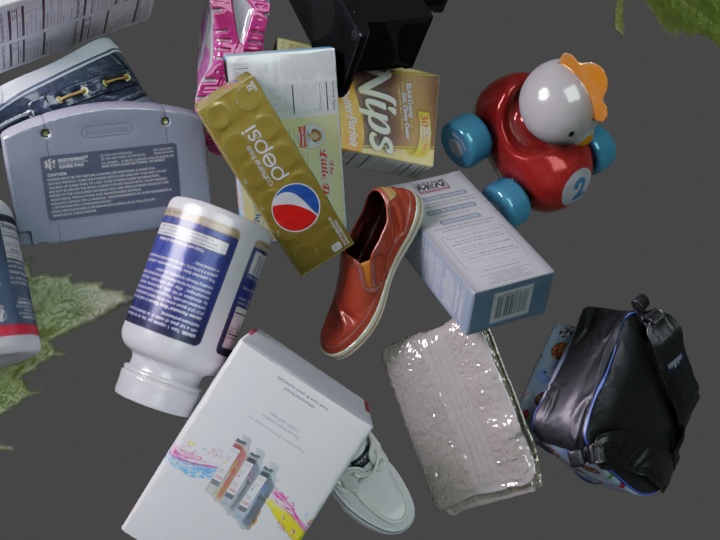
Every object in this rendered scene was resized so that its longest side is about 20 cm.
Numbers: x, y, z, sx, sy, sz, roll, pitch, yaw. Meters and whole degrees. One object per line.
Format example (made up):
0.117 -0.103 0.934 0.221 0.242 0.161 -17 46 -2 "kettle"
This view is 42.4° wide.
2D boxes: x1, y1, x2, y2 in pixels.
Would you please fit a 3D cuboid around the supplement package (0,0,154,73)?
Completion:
-0.326 -0.319 0.936 0.199 0.151 0.153 -28 89 -23 "supplement package"

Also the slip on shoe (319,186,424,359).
0.000 0.000 0.995 0.061 0.074 0.201 18 101 -39 "slip on shoe"

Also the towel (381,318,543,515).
0.107 0.156 1.002 0.034 0.132 0.201 -10 77 -62 "towel"

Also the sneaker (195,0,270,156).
-0.140 -0.227 1.021 0.081 0.088 0.202 7 98 -16 "sneaker"

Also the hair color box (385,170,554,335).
0.111 -0.025 1.012 0.098 0.061 0.200 -14 43 -21 "hair color box"

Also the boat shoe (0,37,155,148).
-0.309 -0.155 0.948 0.200 0.071 0.091 -38 91 -23 "boat shoe"

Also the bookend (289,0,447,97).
0.035 -0.310 1.050 0.199 0.092 0.200 -13 61 -26 "bookend"

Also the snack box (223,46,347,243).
-0.079 -0.132 0.992 0.115 0.037 0.202 -7 106 -12 "snack box"

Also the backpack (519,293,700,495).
0.279 0.155 1.033 0.190 0.154 0.201 42 70 -29 "backpack"

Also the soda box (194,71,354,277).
-0.088 -0.098 0.945 0.067 0.064 0.201 -32 109 -2 "soda box"

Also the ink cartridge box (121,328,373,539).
-0.101 0.180 0.873 0.144 0.145 0.201 34 90 -2 "ink cartridge box"

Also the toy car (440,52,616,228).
0.228 -0.168 1.069 0.184 0.200 0.178 -31 89 -22 "toy car"

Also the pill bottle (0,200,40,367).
-0.379 -0.007 0.867 0.119 0.120 0.202 -12 82 -21 "pill bottle"

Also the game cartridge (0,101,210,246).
-0.254 -0.103 0.943 0.198 0.042 0.134 -9 109 -21 "game cartridge"

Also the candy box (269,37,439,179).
-0.012 -0.184 1.066 0.198 0.055 0.116 9 77 -16 "candy box"

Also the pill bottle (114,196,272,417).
-0.171 0.038 0.925 0.110 0.111 0.201 21 84 -14 "pill bottle"

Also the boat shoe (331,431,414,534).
-0.011 0.199 0.977 0.200 0.065 0.074 47 68 -4 "boat shoe"
